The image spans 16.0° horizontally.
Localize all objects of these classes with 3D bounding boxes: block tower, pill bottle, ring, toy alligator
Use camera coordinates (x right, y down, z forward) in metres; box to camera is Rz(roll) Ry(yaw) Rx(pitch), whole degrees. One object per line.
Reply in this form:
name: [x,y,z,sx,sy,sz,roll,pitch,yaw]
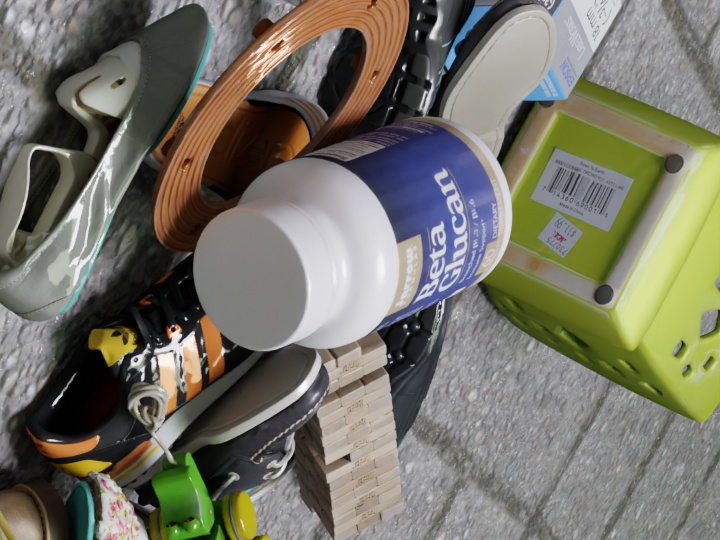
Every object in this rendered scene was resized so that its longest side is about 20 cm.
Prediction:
block tower: [-0.013,0.096,1.637,0.054,0.058,0.200,-26,145,-14]
pill bottle: [-0.006,-0.018,1.492,0.200,0.111,0.112,-24,134,-52]
ring: [-0.048,-0.091,1.453,0.200,0.019,0.201,-41,161,-17]
toy alligator: [-0.098,0.155,1.527,0.054,0.059,0.201,-86,158,-49]

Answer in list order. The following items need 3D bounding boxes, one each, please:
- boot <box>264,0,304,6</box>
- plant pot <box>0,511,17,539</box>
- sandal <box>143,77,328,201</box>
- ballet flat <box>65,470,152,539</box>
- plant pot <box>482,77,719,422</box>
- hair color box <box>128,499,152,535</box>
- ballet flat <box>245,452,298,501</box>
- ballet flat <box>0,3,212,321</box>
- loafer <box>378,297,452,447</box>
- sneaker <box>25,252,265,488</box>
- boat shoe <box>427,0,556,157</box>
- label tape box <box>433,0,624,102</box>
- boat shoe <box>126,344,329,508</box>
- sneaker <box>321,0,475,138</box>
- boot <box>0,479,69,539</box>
boot: [0.001,-0.196,1.516,0.200,0.095,0.074,-35,142,-45]
plant pot: [-0.247,0.165,1.323,0.142,0.200,0.200,-30,146,-8]
sandal: [-0.064,-0.068,1.556,0.206,0.059,0.080,7,108,-63]
ballet flat: [-0.160,0.184,1.559,0.064,0.076,0.200,2,145,-21]
plant pot: [0.200,-0.029,1.936,0.200,0.199,0.181,-61,147,-3]
hair color box: [-0.101,0.213,1.703,0.061,0.101,0.200,-60,153,-5]
ballet flat: [-0.049,0.079,1.728,0.201,0.069,0.069,-60,154,-9]
ballet flat: [-0.148,-0.069,1.402,0.064,0.067,0.201,32,81,-34]
loafer: [0.018,0.072,1.837,0.070,0.068,0.201,-24,140,-64]
sneaker: [-0.118,0.043,1.524,0.200,0.070,0.090,-50,150,2]
boat shoe: [0.073,-0.129,1.694,0.072,0.063,0.200,-13,155,-21]
label tape box: [0.120,-0.188,1.782,0.201,0.063,0.144,-58,153,-11]
boat shoe: [-0.075,0.106,1.570,0.200,0.060,0.074,-32,-162,42]
sneaker: [0.039,-0.151,1.654,0.079,0.075,0.201,-3,117,-63]
boot: [-0.229,0.221,1.530,0.075,0.074,0.201,-10,119,-38]
